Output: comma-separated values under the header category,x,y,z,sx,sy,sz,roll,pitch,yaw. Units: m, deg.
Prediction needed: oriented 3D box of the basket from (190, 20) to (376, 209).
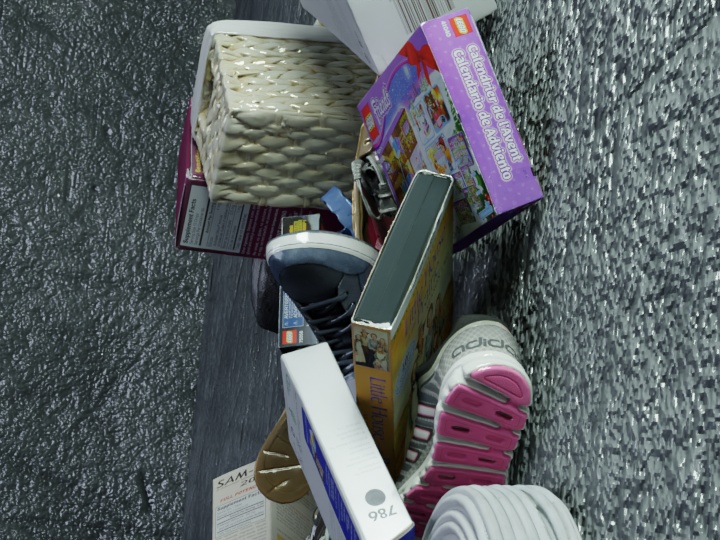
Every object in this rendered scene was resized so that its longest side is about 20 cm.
category,x,y,z,sx,sy,sz,roll,pitch,yaw
basket,-0.050,-0.138,1.347,0.136,0.199,0.124,108,159,-45

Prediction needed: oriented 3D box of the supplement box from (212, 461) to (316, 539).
category,x,y,z,sx,sy,sz,roll,pitch,yaw
supplement box,-0.081,0.299,1.397,0.126,0.073,0.200,47,-153,-39

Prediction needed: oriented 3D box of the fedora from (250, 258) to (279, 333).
category,x,y,z,sx,sy,sz,roll,pitch,yaw
fedora,-0.073,0.002,1.628,0.201,0.091,0.201,-174,90,-78

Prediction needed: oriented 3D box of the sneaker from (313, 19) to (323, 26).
category,x,y,z,sx,sy,sz,roll,pitch,yaw
sneaker,-0.025,-0.231,1.630,0.200,0.075,0.088,113,176,-45

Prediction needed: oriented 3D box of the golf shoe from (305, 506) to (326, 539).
category,x,y,z,sx,sy,sz,roll,pitch,yaw
golf shoe,-0.022,0.294,1.260,0.094,0.078,0.201,140,134,-73

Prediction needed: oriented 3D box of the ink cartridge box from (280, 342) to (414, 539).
category,x,y,z,sx,sy,sz,roll,pitch,yaw
ink cartridge box,-0.003,0.151,0.944,0.100,0.039,0.200,89,162,-48

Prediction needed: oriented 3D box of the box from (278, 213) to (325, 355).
category,x,y,z,sx,sy,sz,roll,pitch,yaw
box,-0.038,0.057,1.380,0.200,0.040,0.137,71,-163,-58

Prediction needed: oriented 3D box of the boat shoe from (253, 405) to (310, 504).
category,x,y,z,sx,sy,sz,roll,pitch,yaw
boat shoe,-0.027,0.110,1.248,0.200,0.071,0.065,-52,-2,-12

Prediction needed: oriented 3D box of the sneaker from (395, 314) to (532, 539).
category,x,y,z,sx,sy,sz,roll,pitch,yaw
sneaker,0.065,0.107,0.957,0.088,0.074,0.200,-86,8,-49

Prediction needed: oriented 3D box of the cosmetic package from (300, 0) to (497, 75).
category,x,y,z,sx,sy,sz,roll,pitch,yaw
cosmetic package,0.014,-0.242,1.162,0.081,0.113,0.200,64,172,-33

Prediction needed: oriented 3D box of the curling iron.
category,x,y,z,sx,sy,sz,roll,pitch,yaw
curling iron,0.024,-0.021,1.138,0.200,0.025,0.050,69,-179,-57

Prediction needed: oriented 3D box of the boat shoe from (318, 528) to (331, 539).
category,x,y,z,sx,sy,sz,roll,pitch,yaw
boat shoe,0.003,0.229,1.195,0.062,0.075,0.200,94,-174,-64

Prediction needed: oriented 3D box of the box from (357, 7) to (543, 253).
category,x,y,z,sx,sy,sz,roll,pitch,yaw
box,0.059,-0.088,1.035,0.200,0.039,0.137,144,105,-75

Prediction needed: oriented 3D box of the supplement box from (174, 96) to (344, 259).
category,x,y,z,sx,sy,sz,roll,pitch,yaw
supplement box,-0.081,-0.086,1.455,0.131,0.199,0.103,-94,16,-45

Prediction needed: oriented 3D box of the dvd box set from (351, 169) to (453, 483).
category,x,y,z,sx,sy,sz,roll,pitch,yaw
dvd box set,0.033,0.052,1.005,0.200,0.029,0.147,87,-160,-46

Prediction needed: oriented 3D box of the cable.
category,x,y,z,sx,sy,sz,roll,pitch,yaw
cable,0.074,0.223,0.838,0.200,0.069,0.201,-159,75,-78

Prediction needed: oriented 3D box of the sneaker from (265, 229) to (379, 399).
category,x,y,z,sx,sy,sz,roll,pitch,yaw
sneaker,-0.004,0.066,1.118,0.202,0.077,0.147,41,-140,-47

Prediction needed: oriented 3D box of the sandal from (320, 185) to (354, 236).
category,x,y,z,sx,sy,sz,roll,pitch,yaw
sandal,0.000,0.000,1.296,0.079,0.087,0.201,-145,60,-75

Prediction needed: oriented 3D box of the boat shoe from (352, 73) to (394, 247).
category,x,y,z,sx,sy,sz,roll,pitch,yaw
boat shoe,0.033,-0.095,1.173,0.069,0.074,0.201,-45,-37,-62
